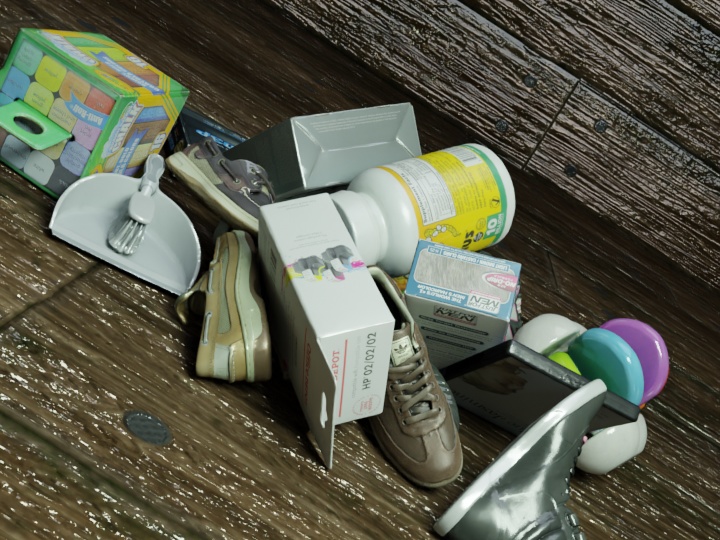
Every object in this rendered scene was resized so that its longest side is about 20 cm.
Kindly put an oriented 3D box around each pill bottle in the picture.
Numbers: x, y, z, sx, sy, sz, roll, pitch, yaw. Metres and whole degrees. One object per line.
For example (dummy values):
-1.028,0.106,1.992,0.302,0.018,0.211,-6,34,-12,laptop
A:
0.052,-0.057,1.014,0.198,0.114,0.113,-18,46,-33,pill bottle

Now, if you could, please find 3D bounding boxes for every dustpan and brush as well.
-0.212,-0.064,0.952,0.139,0.058,0.200,27,16,-17,dustpan and brush

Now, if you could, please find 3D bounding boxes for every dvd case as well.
0.158,0.123,0.966,0.142,0.018,0.200,27,-22,-10,dvd case

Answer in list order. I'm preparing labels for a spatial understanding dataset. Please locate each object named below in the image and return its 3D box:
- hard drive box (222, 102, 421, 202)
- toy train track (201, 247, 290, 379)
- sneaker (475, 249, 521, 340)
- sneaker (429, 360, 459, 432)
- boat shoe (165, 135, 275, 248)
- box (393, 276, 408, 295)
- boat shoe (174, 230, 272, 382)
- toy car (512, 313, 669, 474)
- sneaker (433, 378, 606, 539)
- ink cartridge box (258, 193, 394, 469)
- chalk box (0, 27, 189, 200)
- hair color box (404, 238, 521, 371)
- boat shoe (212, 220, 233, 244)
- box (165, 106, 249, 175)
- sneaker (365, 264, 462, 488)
-0.049,-0.123,1.120,0.154,0.078,0.199,-12,1,-30,hard drive box
-0.084,0.033,0.944,0.113,0.033,0.201,-14,43,-9,toy train track
0.158,0.039,1.139,0.200,0.086,0.080,40,7,-48,sneaker
0.014,0.099,0.931,0.076,0.076,0.200,-23,54,-32,sneaker
-0.118,-0.078,0.980,0.199,0.065,0.072,36,-11,39,boat shoe
0.000,0.000,1.062,0.199,0.041,0.039,36,41,-24,box
-0.124,0.024,0.859,0.075,0.072,0.200,-6,28,-9,boat shoe
0.269,0.117,1.089,0.176,0.149,0.200,60,15,17,toy car
0.159,0.180,0.817,0.200,0.071,0.099,-39,77,-26,sneaker
-0.027,0.047,0.819,0.067,0.116,0.201,-12,47,-17,ink cartridge box
-0.280,-0.152,0.966,0.124,0.124,0.200,34,17,5,chalk box
0.095,0.049,0.971,0.099,0.061,0.200,14,-24,8,hair color box
-0.078,-0.034,1.101,0.060,0.072,0.201,41,25,22,boat shoe
-0.151,-0.128,1.264,0.199,0.046,0.159,25,18,-26,box
0.030,0.088,0.854,0.076,0.070,0.201,85,-18,-63,sneaker
